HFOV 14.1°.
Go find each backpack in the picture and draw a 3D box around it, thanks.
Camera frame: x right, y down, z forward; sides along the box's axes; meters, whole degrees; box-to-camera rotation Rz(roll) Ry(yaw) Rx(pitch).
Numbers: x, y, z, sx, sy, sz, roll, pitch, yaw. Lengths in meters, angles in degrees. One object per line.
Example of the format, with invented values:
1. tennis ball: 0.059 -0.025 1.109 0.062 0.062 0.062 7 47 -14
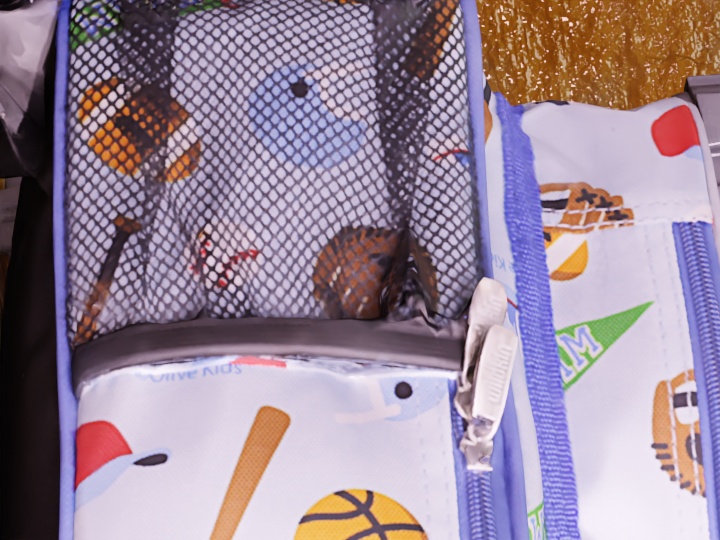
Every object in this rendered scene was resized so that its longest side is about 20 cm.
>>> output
1. backpack: -0.008 0.063 0.502 0.200 0.153 0.191 86 8 -58

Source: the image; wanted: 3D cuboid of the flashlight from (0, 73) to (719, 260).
1. flashlight: 0.017 -0.012 0.674 0.068 0.199 0.068 -99 179 -61
